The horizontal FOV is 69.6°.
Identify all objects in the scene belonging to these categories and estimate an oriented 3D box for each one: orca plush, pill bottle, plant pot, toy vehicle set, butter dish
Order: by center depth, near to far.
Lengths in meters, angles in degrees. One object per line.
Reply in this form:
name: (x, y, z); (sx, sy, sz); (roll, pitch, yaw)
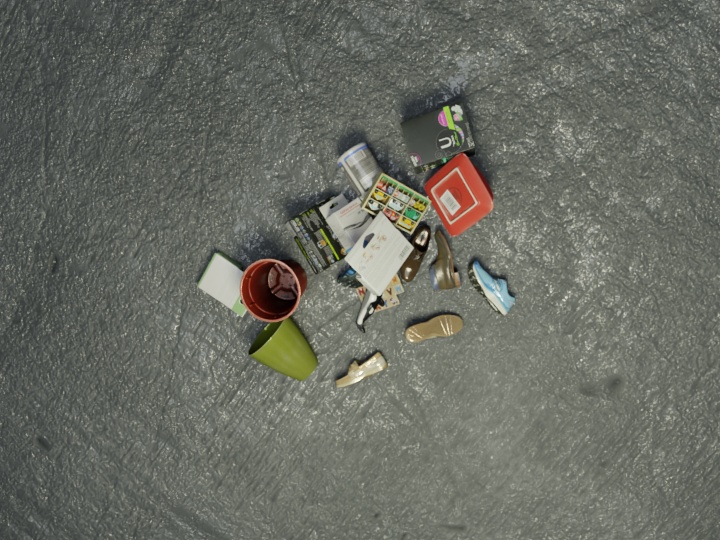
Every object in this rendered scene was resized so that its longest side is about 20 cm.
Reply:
butter dish: (0.330, -0.240, 1.608); (0.199, 0.147, 0.201); (-39, 76, 47)
toy vehicle set: (0.111, -0.209, 1.614); (0.199, 0.027, 0.125); (24, 104, -27)
pill bottle: (0.022, -0.296, 1.659); (0.113, 0.114, 0.201); (-32, 93, 12)
plant pot: (-0.271, 0.048, 1.717); (0.199, 0.195, 0.202); (1, 99, 8)
orca plush: (0.046, 0.122, 1.722); (0.071, 0.105, 0.201); (13, 110, -12)
plant pot: (-0.247, 0.278, 1.774); (0.187, 0.187, 0.200); (-43, 105, 13)

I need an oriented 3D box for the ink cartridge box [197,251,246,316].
ink cartridge box: (-0.455, 0.047, 1.822); (0.199, 0.048, 0.146); (33, 102, 2)

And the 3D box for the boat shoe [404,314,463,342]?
boat shoe: (0.240, 0.193, 1.726); (0.199, 0.065, 0.072); (-16, 87, -8)

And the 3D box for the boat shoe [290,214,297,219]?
boat shoe: (-0.153, -0.113, 1.742); (0.201, 0.061, 0.072); (37, 102, 2)

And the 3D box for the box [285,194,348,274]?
box: (-0.114, -0.119, 1.695); (0.193, 0.047, 0.201); (-33, 94, -25)

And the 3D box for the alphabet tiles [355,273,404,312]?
alphabet tiles: (0.051, 0.035, 1.736); (0.166, 0.006, 0.201); (-21, 95, 29)

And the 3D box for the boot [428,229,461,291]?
boot: (0.254, -0.026, 1.684); (0.096, 0.075, 0.201); (-20, 97, 9)

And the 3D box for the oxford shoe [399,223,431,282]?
oxford shoe: (0.175, -0.052, 1.685); (0.072, 0.084, 0.201); (15, 104, -6)

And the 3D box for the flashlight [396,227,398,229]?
flashlight: (0.123, -0.153, 1.692); (0.068, 0.068, 0.201); (10, 106, -30)

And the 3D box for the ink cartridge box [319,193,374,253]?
ink cartridge box: (-0.028, -0.152, 1.671); (0.116, 0.068, 0.201); (-37, 96, -32)

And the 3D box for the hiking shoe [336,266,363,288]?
hiking shoe: (0.000, 0.000, 1.714); (0.074, 0.087, 0.199); (31, 145, -32)

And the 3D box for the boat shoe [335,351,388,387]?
boat shoe: (-0.004, 0.342, 1.790); (0.199, 0.074, 0.070); (-27, 82, 11)

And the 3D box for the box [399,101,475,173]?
box: (0.238, -0.404, 1.594); (0.199, 0.124, 0.149); (-16, 88, 12)

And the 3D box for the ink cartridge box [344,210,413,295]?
ink cartridge box: (0.052, -0.052, 1.597); (0.174, 0.043, 0.200); (45, 70, -24)

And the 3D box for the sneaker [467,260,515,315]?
sneaker: (0.426, 0.045, 1.681); (0.090, 0.078, 0.200); (-39, 95, -6)
